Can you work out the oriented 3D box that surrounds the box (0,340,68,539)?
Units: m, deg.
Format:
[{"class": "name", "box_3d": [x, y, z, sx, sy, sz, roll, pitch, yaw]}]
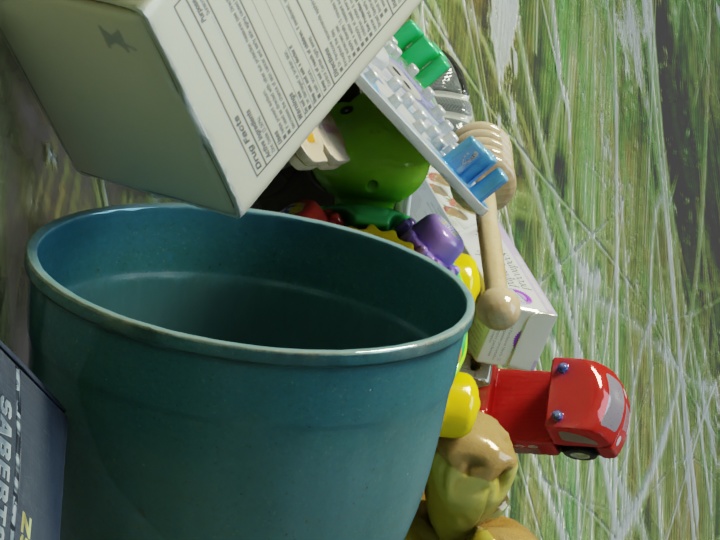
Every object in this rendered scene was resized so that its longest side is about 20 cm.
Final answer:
[{"class": "box", "box_3d": [-0.165, 0.122, 1.168, 0.158, 0.051, 0.200, 60, 29, -64]}]

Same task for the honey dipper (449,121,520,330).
[{"class": "honey dipper", "box_3d": [0.067, -0.023, 1.603, 0.200, 0.038, 0.038, -89, 170, -63]}]

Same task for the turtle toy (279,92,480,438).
[{"class": "turtle toy", "box_3d": [0.000, 0.000, 1.641, 0.101, 0.146, 0.200, 108, -15, -61]}]

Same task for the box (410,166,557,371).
[{"class": "box", "box_3d": [0.062, -0.010, 1.758, 0.200, 0.039, 0.041, -119, -136, -57]}]

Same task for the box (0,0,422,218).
[{"class": "box", "box_3d": [-0.058, -0.143, 1.367, 0.200, 0.109, 0.128, -51, 137, -28]}]

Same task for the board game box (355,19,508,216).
[{"class": "board game box", "box_3d": [-0.004, -0.140, 1.620, 0.200, 0.026, 0.200, 46, 11, -25]}]

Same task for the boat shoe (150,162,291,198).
[{"class": "boat shoe", "box_3d": [-0.081, -0.079, 1.561, 0.200, 0.073, 0.067, -11, 83, -86]}]

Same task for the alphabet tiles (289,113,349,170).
[{"class": "alphabet tiles", "box_3d": [-0.067, -0.140, 1.540, 0.200, 0.015, 0.196, 61, 13, 4]}]

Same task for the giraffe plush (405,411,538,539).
[{"class": "giraffe plush", "box_3d": [0.025, 0.160, 1.755, 0.162, 0.172, 0.200, -77, 167, -75]}]

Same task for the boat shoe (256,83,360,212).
[{"class": "boat shoe", "box_3d": [-0.031, -0.068, 1.740, 0.068, 0.072, 0.200, -88, 175, -53]}]

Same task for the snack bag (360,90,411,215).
[{"class": "snack bag", "box_3d": [0.004, -0.054, 1.829, 0.200, 0.021, 0.189, 94, -11, -45]}]

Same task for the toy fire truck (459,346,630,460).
[{"class": "toy fire truck", "box_3d": [0.049, 0.065, 1.742, 0.141, 0.200, 0.049, 54, 42, -66]}]

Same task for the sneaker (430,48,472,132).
[{"class": "sneaker", "box_3d": [0.028, -0.041, 1.976, 0.116, 0.075, 0.200, 107, -12, -64]}]

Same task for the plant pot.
[{"class": "plant pot", "box_3d": [-0.061, 0.088, 1.349, 0.200, 0.200, 0.188, -52, 152, -70]}]
